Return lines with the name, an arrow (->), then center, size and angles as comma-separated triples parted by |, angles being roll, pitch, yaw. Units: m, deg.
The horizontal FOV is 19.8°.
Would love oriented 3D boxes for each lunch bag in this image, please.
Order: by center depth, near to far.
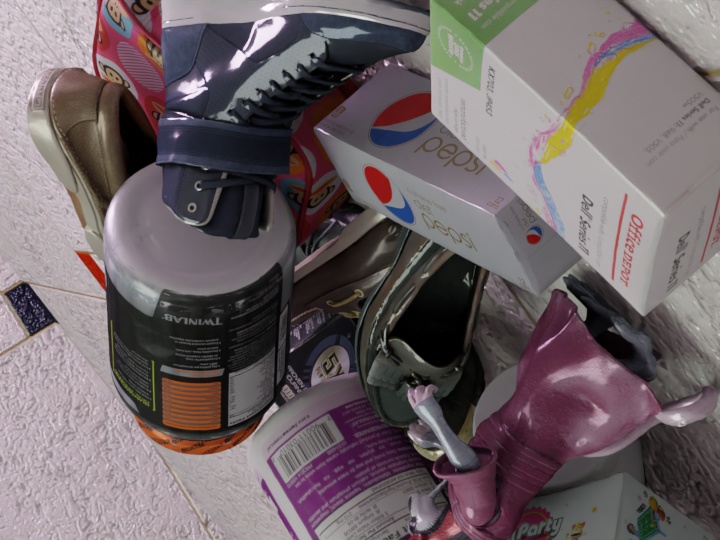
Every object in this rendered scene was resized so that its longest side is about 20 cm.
lunch bag -> -0.089, -0.107, 1.367 | 0.200, 0.082, 0.176 | 41, 155, 11

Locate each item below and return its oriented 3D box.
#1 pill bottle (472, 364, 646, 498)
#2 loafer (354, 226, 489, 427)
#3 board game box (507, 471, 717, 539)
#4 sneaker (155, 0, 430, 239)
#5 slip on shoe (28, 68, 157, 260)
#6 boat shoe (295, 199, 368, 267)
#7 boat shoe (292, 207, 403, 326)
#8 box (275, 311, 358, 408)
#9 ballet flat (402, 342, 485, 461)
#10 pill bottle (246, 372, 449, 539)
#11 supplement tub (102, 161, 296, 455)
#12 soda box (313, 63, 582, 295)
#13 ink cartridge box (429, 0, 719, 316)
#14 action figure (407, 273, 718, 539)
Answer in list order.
pill bottle -> 0.134, 0.148, 1.377 | 0.116, 0.116, 0.200 | 41, 163, 31
loafer -> 0.041, 0.032, 1.303 | 0.063, 0.072, 0.200 | -99, 18, -49
board game box -> 0.167, 0.210, 1.293 | 0.147, 0.064, 0.200 | -22, 133, 41
sneaker -> -0.042, -0.089, 1.197 | 0.202, 0.146, 0.077 | 2, 176, 44
slip on shoe -> -0.152, -0.061, 1.368 | 0.061, 0.076, 0.200 | 1, 143, 22
boat shoe -> -0.020, -0.020, 1.518 | 0.200, 0.062, 0.075 | 30, 145, 52
boat shoe -> 0.000, 0.000, 1.410 | 0.060, 0.072, 0.200 | 52, 140, 0
box -> -0.002, 0.093, 1.592 | 0.164, 0.086, 0.200 | 53, -175, -12
ballet flat -> 0.062, 0.080, 1.440 | 0.057, 0.066, 0.200 | 57, -168, -21
pill bottle -> 0.015, 0.178, 1.408 | 0.200, 0.112, 0.112 | 57, 169, 23
supplement tub -> -0.105, 0.029, 1.351 | 0.123, 0.122, 0.200 | 44, 151, 24
soda box -> 0.057, -0.057, 1.194 | 0.200, 0.068, 0.064 | 29, 155, 54
ink cartridge box -> 0.123, -0.058, 0.996 | 0.200, 0.067, 0.117 | 45, 164, 21
action figure -> 0.100, 0.107, 1.232 | 0.149, 0.200, 0.134 | 36, -173, 8
